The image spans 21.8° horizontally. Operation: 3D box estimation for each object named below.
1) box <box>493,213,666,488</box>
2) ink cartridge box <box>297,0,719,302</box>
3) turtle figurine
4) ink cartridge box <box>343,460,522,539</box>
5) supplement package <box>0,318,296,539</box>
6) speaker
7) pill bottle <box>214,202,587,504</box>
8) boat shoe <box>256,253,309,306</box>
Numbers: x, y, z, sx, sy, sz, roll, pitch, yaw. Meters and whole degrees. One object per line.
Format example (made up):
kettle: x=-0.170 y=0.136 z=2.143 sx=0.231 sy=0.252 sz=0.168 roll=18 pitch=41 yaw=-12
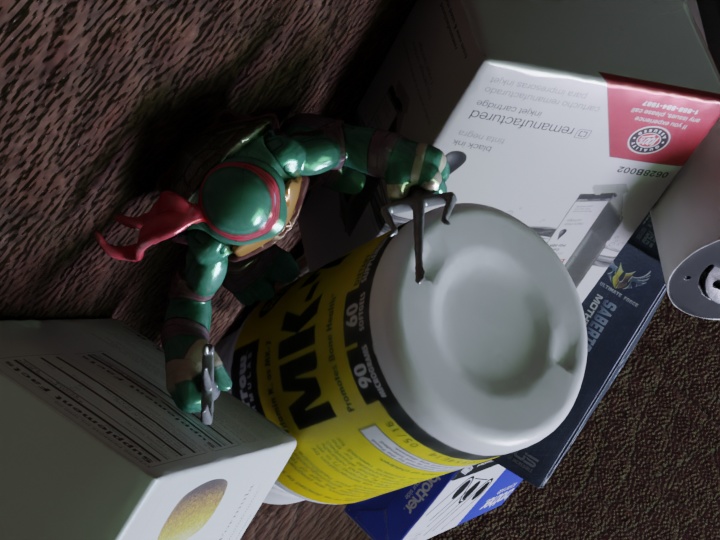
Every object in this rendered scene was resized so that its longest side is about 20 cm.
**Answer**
box: x=0.147 y=0.032 z=1.155 sx=0.158 sy=0.051 sz=0.200 roll=-62 pitch=172 yaw=18
ink cartridge box: x=0.073 y=-0.055 z=0.973 sx=0.146 sy=0.083 sz=0.200 roll=7 pitch=137 yaw=-25
turtle figurine: x=-0.037 y=-0.021 z=0.791 sx=0.150 sy=0.101 sz=0.200 roll=-35 pitch=-174 yaw=4
ink cartridge box: x=0.071 y=0.121 z=1.214 sx=0.094 sy=0.044 sz=0.200 roll=-52 pitch=163 yaw=18
supplement package: x=-0.122 y=0.095 z=0.781 sx=0.114 sy=0.109 sz=0.200 roll=-59 pitch=168 yaw=6
speaker: x=0.186 y=-0.074 z=1.007 sx=0.081 sy=0.081 sz=0.201 roll=118 pitch=-27 yaw=-50
pill bottle: x=0.006 y=0.049 z=0.896 sx=0.114 sy=0.114 sz=0.200 roll=-41 pitch=-172 yaw=-36
boat shoe: x=0.000 y=0.000 z=1.113 sx=0.200 sy=0.072 sz=0.076 roll=-49 pitch=-175 yaw=4
